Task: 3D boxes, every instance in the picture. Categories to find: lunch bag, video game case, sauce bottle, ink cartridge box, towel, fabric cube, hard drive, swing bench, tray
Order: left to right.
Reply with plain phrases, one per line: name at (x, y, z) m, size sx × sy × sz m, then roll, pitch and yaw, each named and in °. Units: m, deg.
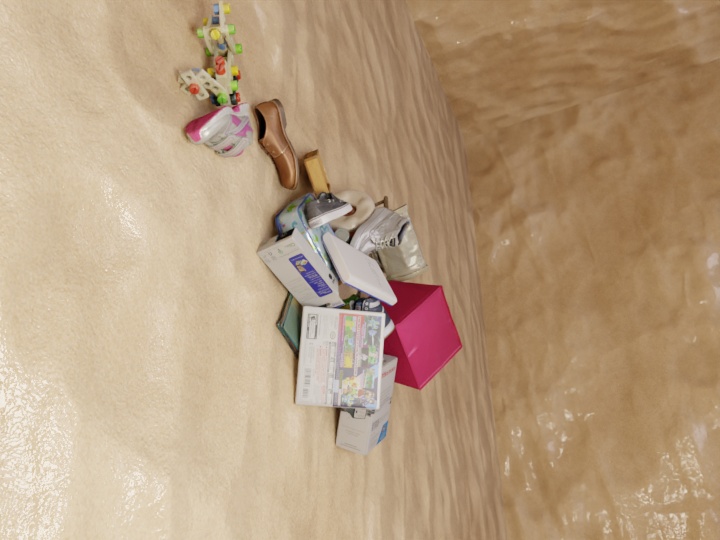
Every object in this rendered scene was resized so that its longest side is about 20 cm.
ink cartridge box at (-0.119, 0.007, 1.194) m, size 0.201 × 0.098 × 0.040 m, roll 54°, pitch 31°, yaw -29°
towel at (-0.126, 0.104, 1.271) m, size 0.202 × 0.021 × 0.148 m, roll -78°, pitch 149°, yaw -49°
lunch bag at (-0.108, -0.064, 1.291) m, size 0.203 × 0.081 × 0.161 m, roll 62°, pitch 21°, yaw -18°
tray at (-0.106, -0.237, 1.393) m, size 0.200 × 0.036 × 0.100 m, roll -104°, pitch 175°, yaw -74°
video game case at (-0.041, 0.184, 1.199) m, size 0.023 × 0.178 × 0.205 m, roll 143°, pitch -48°, yaw -78°
sauce bottle at (-0.031, -0.046, 1.460) m, size 0.200 × 0.063 × 0.066 m, roll 63°, pitch 22°, yaw -66°
hard drive at (0.000, 0.000, 1.279) m, size 0.199 × 0.025 × 0.133 m, roll 29°, pitch 28°, yaw -53°
ink cartridge box at (0.018, 0.308, 1.343) m, size 0.146 × 0.084 × 0.205 m, roll -5°, pitch 104°, yaw -68°
swing bench at (0.083, -0.088, 1.633) m, size 0.200 × 0.128 × 0.202 m, roll -133°, pitch -160°, yaw -69°
fabric cube at (0.117, 0.163, 1.506) m, size 0.195 × 0.197 × 0.203 m, roll -35°, pitch 114°, yaw -32°

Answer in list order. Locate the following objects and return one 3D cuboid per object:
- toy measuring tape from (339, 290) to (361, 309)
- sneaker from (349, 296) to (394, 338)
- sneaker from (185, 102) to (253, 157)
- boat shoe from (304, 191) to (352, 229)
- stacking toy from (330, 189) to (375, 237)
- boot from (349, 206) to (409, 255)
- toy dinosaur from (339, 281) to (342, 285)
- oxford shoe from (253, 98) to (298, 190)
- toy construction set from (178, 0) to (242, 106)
toy measuring tape at (-0.031, 0.072, 1.403) m, size 0.073 × 0.072 × 0.204 m, roll -18°, pitch 122°, yaw -68°
sneaker at (-0.008, 0.134, 1.275) m, size 0.199 × 0.069 × 0.110 m, roll -39°, pitch 110°, yaw -40°
sneaker at (-0.252, -0.257, 1.070) m, size 0.090 × 0.080 × 0.200 m, roll 69°, pitch 24°, yaw -15°
boat shoe at (-0.075, -0.142, 1.259) m, size 0.067 × 0.069 × 0.200 m, roll 66°, pitch 24°, yaw -7°
stacking toy at (-0.024, -0.103, 1.537) m, size 0.202 × 0.143 × 0.148 m, roll 80°, pitch 12°, yaw -51°
boot at (0.049, -0.080, 1.406) m, size 0.201 × 0.094 × 0.074 m, roll -54°, pitch 155°, yaw -35°
toy dinosaur at (-0.060, 0.019, 1.453) m, size 0.200 × 0.059 × 0.109 m, roll -40°, pitch 139°, yaw -62°
oxford shoe at (-0.193, -0.274, 1.270) m, size 0.071 × 0.071 × 0.204 m, roll -26°, pitch 104°, yaw -39°
toy construction set at (-0.273, -0.393, 1.076) m, size 0.132 × 0.090 × 0.204 m, roll 88°, pitch 11°, yaw -60°
